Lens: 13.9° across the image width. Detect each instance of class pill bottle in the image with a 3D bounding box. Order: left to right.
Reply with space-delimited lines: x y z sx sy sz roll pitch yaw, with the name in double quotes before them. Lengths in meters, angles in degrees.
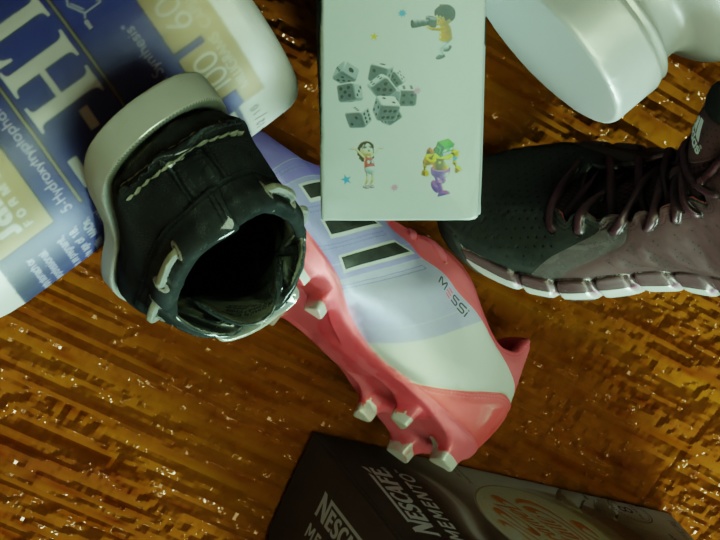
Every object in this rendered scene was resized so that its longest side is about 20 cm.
"pill bottle" -0.134 -0.053 1.082 0.200 0.120 0.120 -37 125 -5
"pill bottle" 0.142 -0.153 1.155 0.200 0.112 0.112 -42 126 -11

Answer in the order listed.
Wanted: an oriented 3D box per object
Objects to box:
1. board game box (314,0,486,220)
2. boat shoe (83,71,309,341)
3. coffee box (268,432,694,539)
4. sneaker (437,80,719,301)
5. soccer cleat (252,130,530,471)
"board game box" 0.013 -0.139 1.089 0.064 0.148 0.200 -1 117 -2
"boat shoe" -0.053 -0.005 1.062 0.076 0.060 0.200 -37 163 -2
"coffee box" 0.068 0.148 1.288 0.200 0.114 0.080 14 108 -31
"sneaker" 0.122 -0.041 1.176 0.116 0.200 0.076 72 30 -55
"soccer cleat" 0.000 0.000 1.218 0.200 0.067 0.077 51 62 -32
